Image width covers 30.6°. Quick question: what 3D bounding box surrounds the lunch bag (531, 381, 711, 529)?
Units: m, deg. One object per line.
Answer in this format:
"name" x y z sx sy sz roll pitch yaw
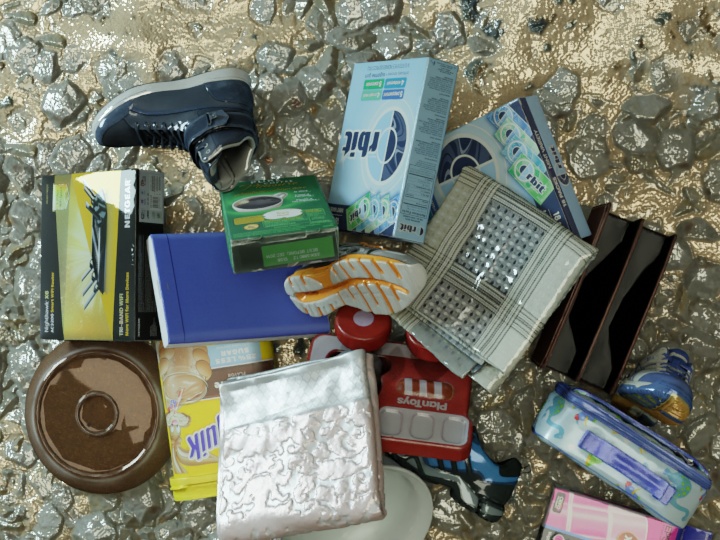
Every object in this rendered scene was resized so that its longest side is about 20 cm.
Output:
"lunch bag" 0.295 0.207 1.493 0.199 0.161 0.083 33 92 5

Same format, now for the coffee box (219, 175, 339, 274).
"coffee box" -0.095 -0.056 1.501 0.122 0.200 0.044 -8 112 -8

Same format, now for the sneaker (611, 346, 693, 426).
"sneaker" 0.335 0.120 1.473 0.075 0.200 0.088 35 84 2

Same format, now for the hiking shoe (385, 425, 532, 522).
"hiking shoe" 0.098 0.213 1.560 0.200 0.074 0.087 34 85 -6

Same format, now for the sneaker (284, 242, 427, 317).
"sneaker" 0.000 0.000 1.473 0.077 0.199 0.078 -47 119 -36

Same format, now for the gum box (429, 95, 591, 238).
"gum box" 0.145 -0.084 1.514 0.200 0.044 0.171 -24 86 40

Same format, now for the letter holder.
"letter holder" 0.281 0.034 1.506 0.100 0.142 0.201 22 91 4

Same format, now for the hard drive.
"hard drive" -0.141 0.018 1.531 0.199 0.025 0.133 -3 69 -27

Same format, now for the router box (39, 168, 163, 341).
"router box" -0.308 -0.016 1.562 0.157 0.052 0.201 -2 87 33

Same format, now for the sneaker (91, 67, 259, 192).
"sneaker" -0.217 -0.152 1.553 0.201 0.077 0.147 -17 57 4

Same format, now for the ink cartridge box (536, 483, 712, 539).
"ink cartridge box" 0.310 0.327 1.555 0.199 0.037 0.095 16 91 3

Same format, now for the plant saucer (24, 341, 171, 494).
"plant saucer" -0.317 0.175 1.606 0.199 0.034 0.201 0 90 4

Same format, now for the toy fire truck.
"toy fire truck" 0.033 0.134 1.498 0.199 0.112 0.168 7 46 4

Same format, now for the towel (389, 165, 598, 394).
"towel" 0.130 0.008 1.449 0.192 0.035 0.200 37 95 26

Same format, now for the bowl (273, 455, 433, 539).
"bowl" -0.023 0.279 1.532 0.201 0.201 0.090 -41 42 3

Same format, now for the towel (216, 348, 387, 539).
"towel" -0.070 0.194 1.443 0.199 0.032 0.192 -14 65 23

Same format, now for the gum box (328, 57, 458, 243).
"gum box" 0.032 -0.138 1.512 0.044 0.170 0.201 12 89 -30

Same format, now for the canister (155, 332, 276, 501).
"canister" -0.163 0.162 1.567 0.148 0.087 0.201 -9 87 1
